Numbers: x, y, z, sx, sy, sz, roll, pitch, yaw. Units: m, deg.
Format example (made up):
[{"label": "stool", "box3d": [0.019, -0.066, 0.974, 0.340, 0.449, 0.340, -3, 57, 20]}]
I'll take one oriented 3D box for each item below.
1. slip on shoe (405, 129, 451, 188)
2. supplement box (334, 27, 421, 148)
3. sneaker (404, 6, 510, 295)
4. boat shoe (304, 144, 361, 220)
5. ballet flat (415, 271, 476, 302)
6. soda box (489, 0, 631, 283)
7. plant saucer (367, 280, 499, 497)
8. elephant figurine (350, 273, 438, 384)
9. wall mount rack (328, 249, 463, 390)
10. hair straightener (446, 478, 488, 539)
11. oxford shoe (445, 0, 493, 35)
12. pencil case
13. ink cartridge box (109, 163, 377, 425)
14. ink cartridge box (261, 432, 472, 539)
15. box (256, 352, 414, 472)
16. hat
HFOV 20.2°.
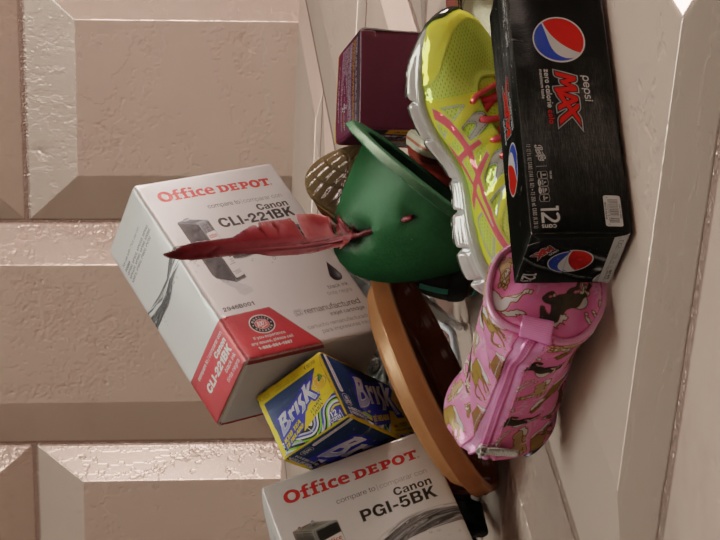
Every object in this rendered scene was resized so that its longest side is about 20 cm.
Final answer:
[{"label": "slip on shoe", "box3d": [0.070, -0.082, 1.677, 0.200, 0.074, 0.062, 99, 179, -86]}, {"label": "supplement box", "box3d": [0.041, -0.156, 1.767, 0.200, 0.109, 0.086, 173, 98, -84]}, {"label": "sneaker", "box3d": [0.097, -0.081, 1.340, 0.090, 0.078, 0.201, -3, 111, 50]}, {"label": "boat shoe", "box3d": [0.006, -0.048, 1.755, 0.068, 0.072, 0.200, 65, 173, -30]}, {"label": "ballet flat", "box3d": [0.059, -0.043, 1.807, 0.200, 0.068, 0.068, -100, 10, -58]}, {"label": "soda box", "box3d": [0.122, -0.095, 1.261, 0.071, 0.063, 0.201, 100, 169, -63]}, {"label": "plant saucer", "box3d": [0.054, 0.088, 1.607, 0.201, 0.032, 0.200, 62, -171, -17]}, {"label": "elephant figurine", "box3d": [0.030, 0.067, 1.928, 0.142, 0.155, 0.200, -51, 36, 21]}, {"label": "wall mount rack", "box3d": [0.028, 0.050, 1.747, 0.174, 0.200, 0.075, 37, 94, 41]}, {"label": "hair straightener", "box3d": [0.081, 0.208, 1.741, 0.200, 0.041, 0.078, -155, 65, -83]}, {"label": "oxford shoe", "box3d": [0.104, -0.144, 1.419, 0.075, 0.070, 0.201, -36, 61, 60]}, {"label": "pencil case", "box3d": [0.106, 0.054, 1.331, 0.200, 0.082, 0.087, 102, 149, -60]}, {"label": "ink cartridge box", "box3d": [-0.095, 0.015, 1.666, 0.200, 0.144, 0.084, 54, 137, 30]}, {"label": "ink cartridge box", "box3d": [0.020, 0.243, 1.574, 0.083, 0.146, 0.201, 81, 167, -53]}, {"label": "box", "box3d": [0.001, 0.132, 1.655, 0.200, 0.070, 0.065, 30, -151, -58]}, {"label": "hat", "box3d": [0.000, 0.000, 1.536, 0.176, 0.165, 0.200, -52, 45, 6]}]
